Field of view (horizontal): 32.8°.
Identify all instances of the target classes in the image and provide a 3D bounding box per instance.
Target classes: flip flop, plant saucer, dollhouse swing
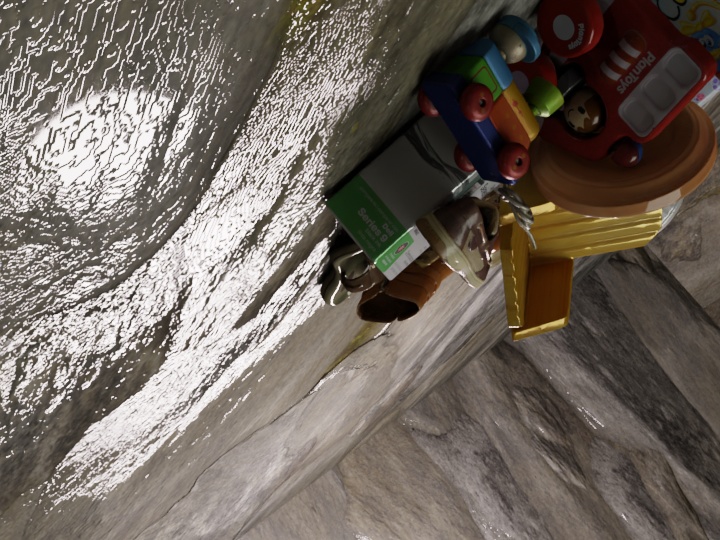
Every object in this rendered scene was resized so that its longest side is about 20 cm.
[{"bbox_3d":[0.000,0.000,1.446,0.081,0.058,0.200,-34,167,-26],"label":"flip flop"},{"bbox_3d":[0.280,-0.134,1.316,0.200,0.200,0.033,-36,133,-19],"label":"plant saucer"},{"bbox_3d":[0.259,-0.041,1.410,0.183,0.173,0.201,-75,161,-44],"label":"dollhouse swing"}]

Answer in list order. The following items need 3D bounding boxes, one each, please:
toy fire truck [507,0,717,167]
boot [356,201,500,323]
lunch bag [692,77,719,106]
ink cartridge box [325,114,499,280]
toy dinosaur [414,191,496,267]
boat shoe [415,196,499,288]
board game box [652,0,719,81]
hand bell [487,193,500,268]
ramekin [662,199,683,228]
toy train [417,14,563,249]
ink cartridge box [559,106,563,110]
[{"bbox_3d":[0.243,-0.193,1.236,0.112,0.168,0.200,-29,163,-42],"label":"toy fire truck"},{"bbox_3d":[0.094,-0.003,1.494,0.199,0.074,0.155,-23,-161,33],"label":"boot"},{"bbox_3d":[0.352,-0.241,1.475,0.170,0.127,0.201,-46,-164,30],"label":"lunch bag"},{"bbox_3d":[0.072,-0.093,1.267,0.200,0.084,0.146,-41,169,2],"label":"ink cartridge box"},{"bbox_3d":[0.130,-0.047,1.399,0.101,0.058,0.200,-51,-171,-30],"label":"toy dinosaur"},{"bbox_3d":[0.113,-0.036,1.232,0.072,0.072,0.200,-41,161,7],"label":"boat shoe"},{"bbox_3d":[0.392,-0.288,1.275,0.104,0.201,0.103,-31,166,-31],"label":"board game box"},{"bbox_3d":[0.189,-0.091,1.550,0.104,0.105,0.200,-32,171,-34],"label":"hand bell"},{"bbox_3d":[0.363,-0.142,1.761,0.202,0.203,0.094,-44,155,18],"label":"ramekin"},{"bbox_3d":[0.151,-0.133,1.162,0.116,0.201,0.084,-46,-150,-16],"label":"toy train"},{"bbox_3d":[0.159,-0.140,1.468,0.199,0.044,0.094,-37,169,-17],"label":"ink cartridge box"}]
